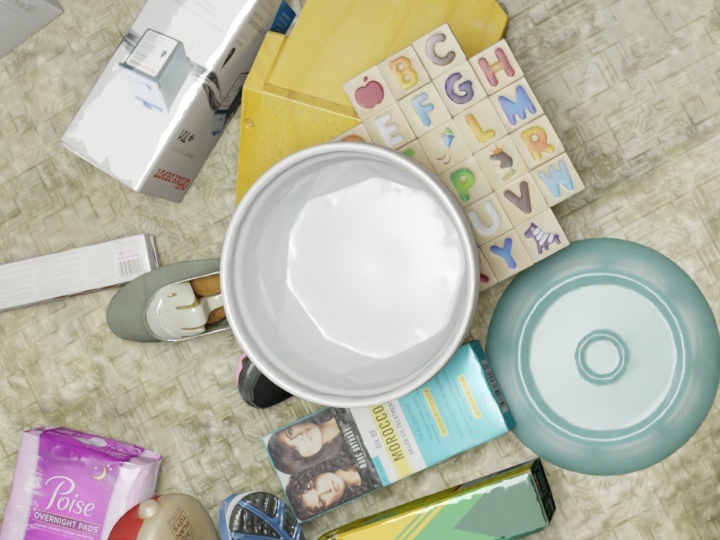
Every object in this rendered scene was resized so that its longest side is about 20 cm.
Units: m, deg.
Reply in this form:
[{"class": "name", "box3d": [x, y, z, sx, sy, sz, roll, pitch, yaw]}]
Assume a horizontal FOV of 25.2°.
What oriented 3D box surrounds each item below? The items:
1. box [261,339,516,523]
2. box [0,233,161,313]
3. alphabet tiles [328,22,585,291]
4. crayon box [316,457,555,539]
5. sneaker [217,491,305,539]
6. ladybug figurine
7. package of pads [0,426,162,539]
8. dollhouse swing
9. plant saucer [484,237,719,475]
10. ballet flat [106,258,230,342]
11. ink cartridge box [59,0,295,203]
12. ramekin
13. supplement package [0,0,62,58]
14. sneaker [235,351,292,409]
[{"class": "box", "box3d": [0.023, 0.135, 1.357, 0.199, 0.049, 0.083, -26, 84, 12]}, {"class": "box", "box3d": [-0.275, 0.007, 1.423, 0.199, 0.039, 0.042, -13, 85, 8]}, {"class": "alphabet tiles", "box3d": [0.075, -0.084, 1.277, 0.166, 0.006, 0.201, -28, 96, 19]}, {"class": "crayon box", "box3d": [0.058, 0.212, 1.320, 0.199, 0.127, 0.051, -20, 85, 9]}, {"class": "sneaker", "box3d": [-0.063, 0.273, 1.369, 0.075, 0.077, 0.201, -24, 102, -22]}, {"class": "ladybug figurine", "box3d": [-0.166, 0.268, 1.340, 0.071, 0.136, 0.201, 6, 121, 22]}, {"class": "package of pads", "box3d": [-0.250, 0.243, 1.392, 0.120, 0.076, 0.201, 13, 90, 6]}, {"class": "dollhouse swing", "box3d": [0.018, -0.137, 1.385, 0.199, 0.176, 0.183, 16, 132, 9]}, {"class": "plant saucer", "box3d": [0.202, 0.072, 1.348, 0.198, 0.036, 0.202, 0, 88, 10]}, {"class": "ballet flat", "box3d": [-0.122, 0.023, 1.371, 0.199, 0.064, 0.068, -14, 111, 0]}, {"class": "ink cartridge box", "box3d": [-0.150, -0.165, 1.356, 0.086, 0.146, 0.201, 31, 93, 7]}, {"class": "ramekin", "box3d": [0.000, 0.000, 1.246, 0.199, 0.105, 0.202, 1, 95, 14]}, {"class": "supplement package", "box3d": [-0.387, -0.226, 1.408, 0.199, 0.121, 0.120, -35, 83, 7]}, {"class": "sneaker", "box3d": [-0.016, 0.069, 1.341, 0.199, 0.079, 0.096, -33, 53, 15]}]
